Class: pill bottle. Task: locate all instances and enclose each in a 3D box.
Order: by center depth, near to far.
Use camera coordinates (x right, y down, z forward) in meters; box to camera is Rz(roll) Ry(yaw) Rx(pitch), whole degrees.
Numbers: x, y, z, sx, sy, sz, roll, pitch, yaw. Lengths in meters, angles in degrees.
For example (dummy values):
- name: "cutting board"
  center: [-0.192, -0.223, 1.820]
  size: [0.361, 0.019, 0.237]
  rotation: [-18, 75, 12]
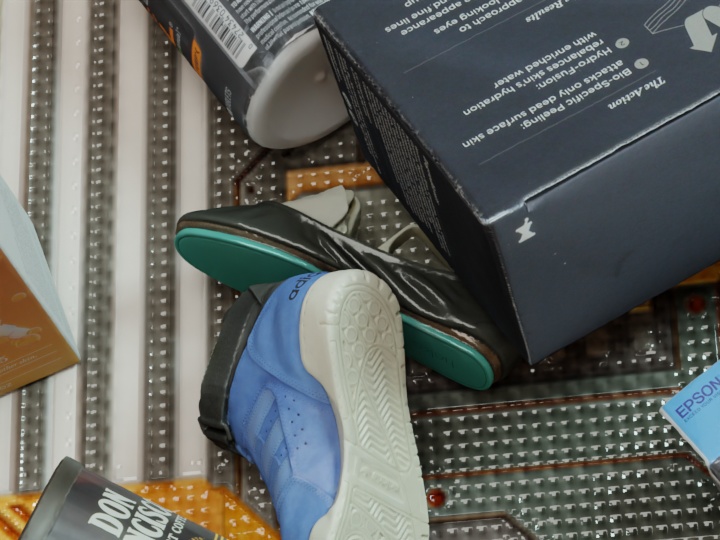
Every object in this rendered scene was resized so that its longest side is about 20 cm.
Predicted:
- name: "pill bottle"
  center: [-0.073, -0.171, 1.545]
  size: [0.106, 0.106, 0.200]
  rotation: [-36, 63, -6]

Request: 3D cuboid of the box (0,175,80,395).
- name: "box"
  center: [-0.242, -0.005, 1.450]
  size: [0.124, 0.200, 0.098]
  rotation: [-24, 63, 1]

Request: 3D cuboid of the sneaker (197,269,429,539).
- name: "sneaker"
  center: [-0.030, 0.102, 1.433]
  size: [0.111, 0.077, 0.201]
  rotation: [-4, 91, 48]

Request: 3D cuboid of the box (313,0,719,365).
- name: "box"
  center: [0.113, -0.089, 1.427]
  size: [0.196, 0.118, 0.200]
  rotation: [-28, 46, -9]

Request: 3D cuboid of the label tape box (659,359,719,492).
- name: "label tape box"
  center: [0.266, 0.107, 1.367]
  size: [0.143, 0.066, 0.200]
  rotation: [-38, 65, -6]

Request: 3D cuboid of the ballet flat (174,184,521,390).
- name: "ballet flat"
  center: [0.000, 0.000, 1.479]
  size: [0.199, 0.068, 0.069]
  rotation: [24, 62, 10]

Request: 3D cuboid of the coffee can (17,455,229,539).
- name: "coffee can"
  center: [-0.085, 0.198, 1.319]
  size: [0.199, 0.146, 0.147]
  rotation: [26, 72, -2]
